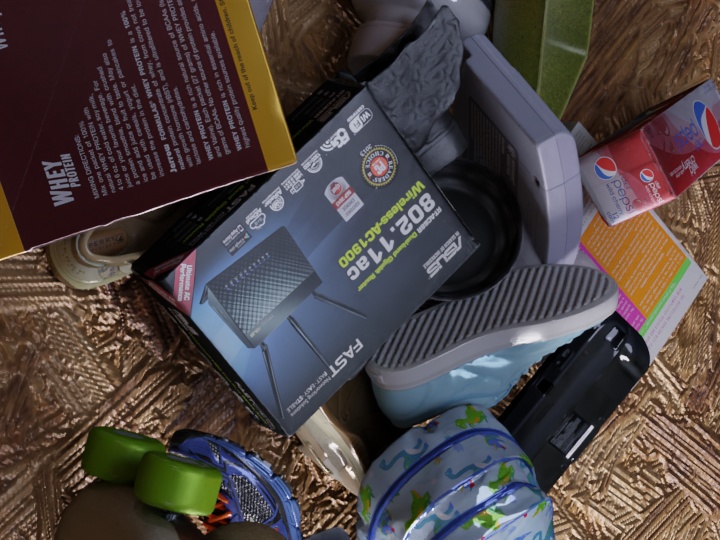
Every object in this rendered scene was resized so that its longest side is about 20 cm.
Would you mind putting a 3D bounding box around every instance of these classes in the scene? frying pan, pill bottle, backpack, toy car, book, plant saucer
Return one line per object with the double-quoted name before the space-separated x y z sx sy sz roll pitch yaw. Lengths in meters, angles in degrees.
"frying pan" 0.056 0.005 1.386 0.114 0.031 0.191 11 70 0
"pill bottle" 0.056 -0.237 1.447 0.110 0.110 0.201 27 73 -37
"backpack" 0.072 0.187 1.392 0.163 0.154 0.201 -24 130 -13
"toy car" -0.097 0.212 1.283 0.199 0.158 0.165 15 89 -34
"book" 0.200 -0.010 1.614 0.200 0.048 0.134 48 63 -27
"plant saucer" 0.144 -0.204 1.493 0.200 0.048 0.200 -63 161 -47

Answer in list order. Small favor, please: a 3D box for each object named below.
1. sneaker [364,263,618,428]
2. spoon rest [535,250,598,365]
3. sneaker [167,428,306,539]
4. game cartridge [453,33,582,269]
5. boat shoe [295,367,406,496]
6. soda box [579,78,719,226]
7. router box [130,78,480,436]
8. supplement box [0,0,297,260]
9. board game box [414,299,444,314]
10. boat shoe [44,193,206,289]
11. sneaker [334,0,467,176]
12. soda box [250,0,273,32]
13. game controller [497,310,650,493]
"sneaker" 0.100 0.058 1.405 0.199 0.074 0.082 -18 130 -7
"spoon rest" 0.121 0.039 1.529 0.199 0.061 0.100 -14 100 -33
"sneaker" -0.081 0.196 1.362 0.078 0.075 0.200 -44 115 -27
"game cartridge" 0.118 -0.071 1.432 0.040 0.134 0.200 -25 148 -13
"boat shoe" -0.014 0.119 1.423 0.200 0.065 0.072 56 50 -46
"soda box" 0.253 -0.101 1.583 0.064 0.070 0.200 62 32 -4
"router box" -0.035 -0.009 1.290 0.200 0.062 0.150 -45 117 -13
"supplement box" -0.171 -0.138 1.191 0.199 0.133 0.198 -19 105 -7
"board game box" 0.000 0.000 1.418 0.199 0.032 0.121 11 79 -21
"boat shoe" -0.122 -0.041 1.317 0.200 0.063 0.074 -30 98 -30
"sneaker" 0.000 -0.100 1.359 0.199 0.060 0.105 -33 109 -9
"soda box" -0.109 -0.190 1.339 0.070 0.063 0.201 32 70 -33
"game controller" 0.157 0.122 1.537 0.200 0.042 0.104 -50 146 1
